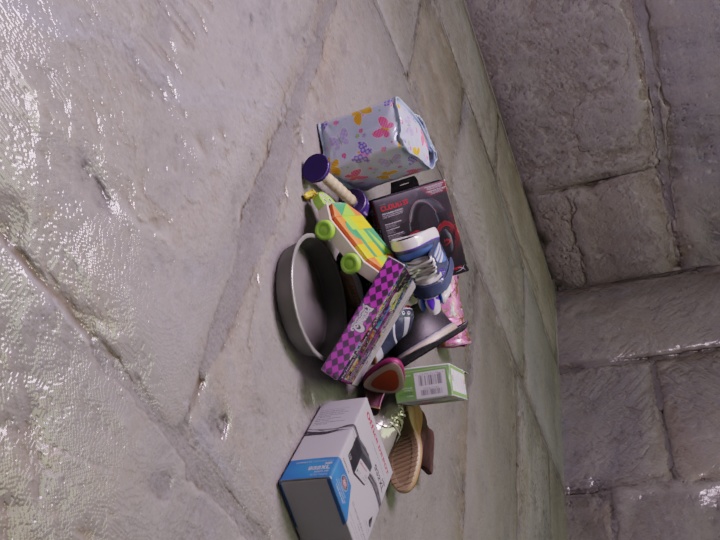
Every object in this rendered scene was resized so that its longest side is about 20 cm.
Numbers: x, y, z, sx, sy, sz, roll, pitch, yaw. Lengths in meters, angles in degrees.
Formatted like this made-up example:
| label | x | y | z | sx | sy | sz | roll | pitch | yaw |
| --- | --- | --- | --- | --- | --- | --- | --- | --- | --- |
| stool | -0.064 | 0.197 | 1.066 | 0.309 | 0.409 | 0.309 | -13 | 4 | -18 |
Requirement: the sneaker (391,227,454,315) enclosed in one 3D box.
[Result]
| label | x | y | z | sx | sy | sz | roll | pitch | yaw |
| --- | --- | --- | --- | --- | --- | --- | --- | --- | --- |
| sneaker | 0.117 | 0.006 | 1.393 | 0.200 | 0.080 | 0.148 | -13 | 88 | -76 |

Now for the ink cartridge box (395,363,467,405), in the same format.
| label | x | y | z | sx | sy | sz | roll | pitch | yaw |
| --- | --- | --- | --- | --- | --- | --- | --- | --- | --- |
| ink cartridge box | 0.136 | 0.214 | 1.477 | 0.200 | 0.103 | 0.060 | 33 | 49 | -70 |

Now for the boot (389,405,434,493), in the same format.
| label | x | y | z | sx | sy | sz | roll | pitch | yaw |
| --- | --- | --- | --- | --- | --- | --- | --- | --- | --- |
| boot | 0.111 | 0.356 | 1.532 | 0.167 | 0.072 | 0.202 | 55 | 28 | -44 |

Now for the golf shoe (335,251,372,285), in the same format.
| label | x | y | z | sx | sy | sz | roll | pitch | yaw |
| --- | --- | --- | --- | --- | --- | --- | --- | --- | --- |
| golf shoe | 0.000 | 0.000 | 1.447 | 0.200 | 0.077 | 0.095 | 52 | 17 | -54 |

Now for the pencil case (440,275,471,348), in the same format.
| label | x | y | z | sx | sy | sz | roll | pitch | yaw |
| --- | --- | --- | --- | --- | --- | --- | --- | --- | --- |
| pencil case | 0.212 | 0.089 | 1.926 | 0.083 | 0.085 | 0.203 | 152 | -71 | -79 |

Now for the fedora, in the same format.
| label | x | y | z | sx | sy | sz | roll | pitch | yaw |
| --- | --- | --- | --- | --- | --- | --- | --- | --- | --- |
| fedora | 0.108 | 0.117 | 1.534 | 0.092 | 0.200 | 0.200 | 59 | 20 | 7 |

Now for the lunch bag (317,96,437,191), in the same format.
| label | x | y | z | sx | sy | sz | roll | pitch | yaw |
| --- | --- | --- | --- | --- | --- | --- | --- | --- | --- |
| lunch bag | 0.036 | -0.226 | 1.496 | 0.200 | 0.168 | 0.129 | 24 | 54 | -62 |

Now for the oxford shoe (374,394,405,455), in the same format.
| label | x | y | z | sx | sy | sz | roll | pitch | yaw |
| --- | --- | --- | --- | --- | --- | --- | --- | --- | --- |
| oxford shoe | 0.051 | 0.271 | 1.444 | 0.201 | 0.057 | 0.076 | -76 | 150 | -46 |

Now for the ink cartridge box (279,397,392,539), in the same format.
| label | x | y | z | sx | sy | sz | roll | pitch | yaw |
| --- | --- | --- | --- | --- | --- | --- | --- | --- | --- |
| ink cartridge box | -0.029 | 0.303 | 1.176 | 0.200 | 0.083 | 0.147 | -57 | 132 | -62 |

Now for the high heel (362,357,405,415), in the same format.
| label | x | y | z | sx | sy | sz | roll | pitch | yaw |
| --- | --- | --- | --- | --- | --- | --- | --- | --- | --- |
| high heel | 0.037 | 0.167 | 1.359 | 0.200 | 0.067 | 0.097 | 118 | -14 | -56 |

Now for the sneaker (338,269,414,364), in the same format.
| label | x | y | z | sx | sy | sz | roll | pitch | yaw |
| --- | --- | --- | --- | --- | --- | --- | --- | --- | --- |
| sneaker | 0.028 | 0.059 | 1.401 | 0.108 | 0.070 | 0.202 | -34 | 127 | -24 |

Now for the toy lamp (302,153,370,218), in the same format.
| label | x | y | z | sx | sy | sz | roll | pitch | yaw |
| --- | --- | --- | --- | --- | --- | --- | --- | --- | --- |
| toy lamp | -0.037 | -0.141 | 1.424 | 0.200 | 0.058 | 0.059 | 37 | 46 | -57 |

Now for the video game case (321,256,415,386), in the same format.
| label | x | y | z | sx | sy | sz | roll | pitch | yaw |
| --- | --- | --- | --- | --- | --- | --- | --- | --- | --- |
| video game case | 0.018 | 0.087 | 1.273 | 0.201 | 0.036 | 0.181 | -59 | 167 | -4 |

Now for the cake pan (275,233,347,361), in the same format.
| label | x | y | z | sx | sy | sz | roll | pitch | yaw |
| --- | --- | --- | --- | --- | --- | --- | --- | --- | --- |
| cake pan | -0.076 | 0.044 | 1.250 | 0.200 | 0.036 | 0.203 | -11 | 90 | -69 |

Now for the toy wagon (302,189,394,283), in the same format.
| label | x | y | z | sx | sy | sz | roll | pitch | yaw |
| --- | --- | --- | --- | --- | --- | --- | --- | --- | --- |
| toy wagon | -0.020 | -0.063 | 1.320 | 0.201 | 0.040 | 0.155 | 52 | 20 | 10 |

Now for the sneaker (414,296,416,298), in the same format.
| label | x | y | z | sx | sy | sz | roll | pitch | yaw |
| --- | --- | --- | --- | --- | --- | --- | --- | --- | --- |
| sneaker | 0.130 | 0.020 | 1.756 | 0.200 | 0.069 | 0.091 | 22 | 57 | -68 |

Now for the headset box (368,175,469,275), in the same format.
| label | x | y | z | sx | sy | sz | roll | pitch | yaw |
| --- | --- | --- | --- | --- | --- | --- | --- | --- | --- |
| headset box | 0.105 | -0.076 | 1.522 | 0.075 | 0.147 | 0.202 | -159 | -126 | -80 |

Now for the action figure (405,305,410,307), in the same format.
| label | x | y | z | sx | sy | sz | roll | pitch | yaw |
| --- | --- | --- | --- | --- | --- | --- | --- | --- | --- |
| action figure | 0.087 | 0.104 | 1.639 | 0.200 | 0.051 | 0.066 | 41 | 45 | -55 |
